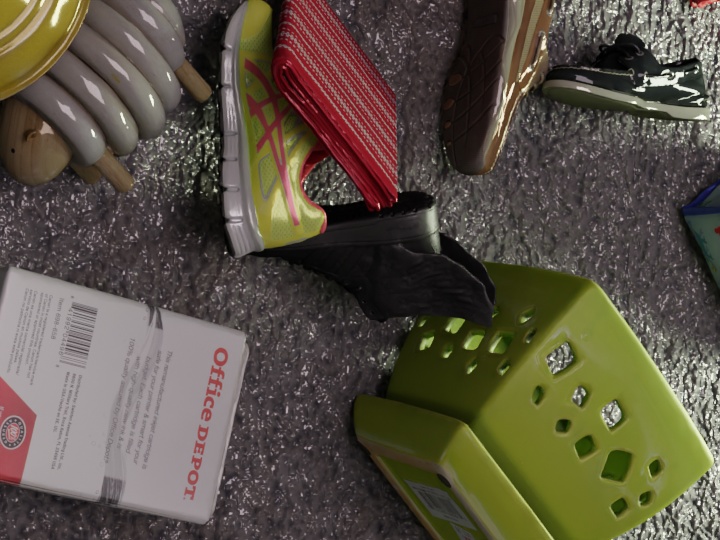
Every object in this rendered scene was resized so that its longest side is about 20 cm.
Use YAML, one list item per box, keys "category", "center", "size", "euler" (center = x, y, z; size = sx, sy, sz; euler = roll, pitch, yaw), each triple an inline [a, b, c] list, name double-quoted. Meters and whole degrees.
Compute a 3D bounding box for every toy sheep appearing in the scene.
- category: "toy sheep"
  center: [-0.184, -0.142, 1.429]
  size: [0.138, 0.138, 0.200]
  euler: [45, 71, -25]

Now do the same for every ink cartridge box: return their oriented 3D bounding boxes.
- category: "ink cartridge box"
  center: [-0.195, 0.092, 1.445]
  size: [0.199, 0.084, 0.145]
  euler: [17, 80, -31]

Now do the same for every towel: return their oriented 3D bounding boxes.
- category: "towel"
  center: [-0.019, -0.140, 1.524]
  size: [0.022, 0.200, 0.145]
  euler: [-31, 113, 16]

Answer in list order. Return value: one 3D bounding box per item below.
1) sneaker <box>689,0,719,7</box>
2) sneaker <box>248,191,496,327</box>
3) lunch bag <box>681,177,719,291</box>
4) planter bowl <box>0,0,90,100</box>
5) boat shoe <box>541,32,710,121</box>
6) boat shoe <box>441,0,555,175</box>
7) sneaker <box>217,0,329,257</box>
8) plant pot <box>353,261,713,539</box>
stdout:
- category: "sneaker"
  center: [0.301, -0.302, 1.779]
  size: [0.199, 0.078, 0.116]
  euler: [20, 78, -31]
- category: "sneaker"
  center: [0.000, -0.001, 1.545]
  size: [0.060, 0.198, 0.105]
  euler: [-77, 158, -61]
- category: "lunch bag"
  center: [0.411, -0.017, 1.777]
  size: [0.127, 0.200, 0.171]
  euler: [-39, 109, -27]
- category: "planter bowl"
  center: [-0.280, -0.213, 1.334]
  size: [0.199, 0.083, 0.202]
  euler: [0, 77, -1]
- category: "boat shoe"
  center: [0.232, -0.169, 1.730]
  size: [0.199, 0.074, 0.067]
  euler: [5, 90, -38]
- category: "boat shoe"
  center: [0.123, -0.172, 1.664]
  size: [0.072, 0.076, 0.201]
  euler: [19, 81, -34]
- category: "sneaker"
  center: [-0.062, -0.108, 1.509]
  size: [0.090, 0.078, 0.201]
  euler: [-3, 77, 0]
- category: "plant pot"
  center: [0.122, 0.128, 1.594]
  size: [0.181, 0.200, 0.199]
  euler: [-44, 113, -17]
